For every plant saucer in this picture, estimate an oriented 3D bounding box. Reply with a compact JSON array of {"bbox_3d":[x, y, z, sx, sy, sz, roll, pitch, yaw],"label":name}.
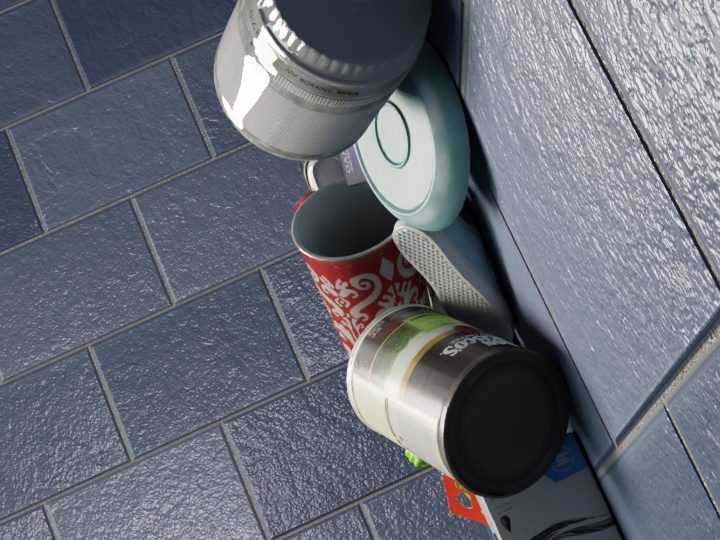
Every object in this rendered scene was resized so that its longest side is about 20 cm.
[{"bbox_3d":[0.039,-0.133,1.309,0.200,0.027,0.202,39,137,49],"label":"plant saucer"}]

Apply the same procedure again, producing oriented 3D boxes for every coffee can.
[{"bbox_3d":[0.094,0.126,1.374,0.199,0.146,0.148,22,139,59],"label":"coffee can"}]

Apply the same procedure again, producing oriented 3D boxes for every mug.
[{"bbox_3d":[0.011,-0.002,1.526,0.178,0.132,0.201,-102,-6,-49],"label":"mug"}]

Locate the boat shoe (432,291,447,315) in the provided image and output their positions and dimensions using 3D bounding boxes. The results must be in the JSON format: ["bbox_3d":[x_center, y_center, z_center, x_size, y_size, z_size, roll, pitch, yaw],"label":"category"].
[{"bbox_3d":[0.143,0.106,1.538,0.093,0.074,0.202,58,-172,-67],"label":"boat shoe"}]

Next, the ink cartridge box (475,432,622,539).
[{"bbox_3d":[0.205,0.281,1.388,0.068,0.115,0.202,91,154,-82],"label":"ink cartridge box"}]

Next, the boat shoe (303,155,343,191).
[{"bbox_3d":[0.007,-0.061,1.641,0.200,0.075,0.068,51,-177,-14],"label":"boat shoe"}]

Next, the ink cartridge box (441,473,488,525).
[{"bbox_3d":[0.180,0.304,1.529,0.198,0.051,0.163,18,158,16],"label":"ink cartridge box"}]

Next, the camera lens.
[{"bbox_3d":[-0.036,-0.200,1.198,0.161,0.159,0.200,66,156,10],"label":"camera lens"}]

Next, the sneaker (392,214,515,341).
[{"bbox_3d":[0.115,-0.008,1.436,0.073,0.082,0.200,-1,138,42],"label":"sneaker"}]

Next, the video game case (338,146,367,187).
[{"bbox_3d":[0.017,-0.166,1.381,0.200,0.019,0.145,-7,99,64],"label":"video game case"}]

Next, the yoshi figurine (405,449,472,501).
[{"bbox_3d":[0.119,0.206,1.607,0.112,0.112,0.200,47,178,-43],"label":"yoshi figurine"}]

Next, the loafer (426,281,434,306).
[{"bbox_3d":[0.078,-0.016,1.566,0.201,0.062,0.072,56,-170,-39],"label":"loafer"}]

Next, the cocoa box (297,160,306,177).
[{"bbox_3d":[-0.059,-0.251,1.797,0.132,0.132,0.201,72,173,-64],"label":"cocoa box"}]
